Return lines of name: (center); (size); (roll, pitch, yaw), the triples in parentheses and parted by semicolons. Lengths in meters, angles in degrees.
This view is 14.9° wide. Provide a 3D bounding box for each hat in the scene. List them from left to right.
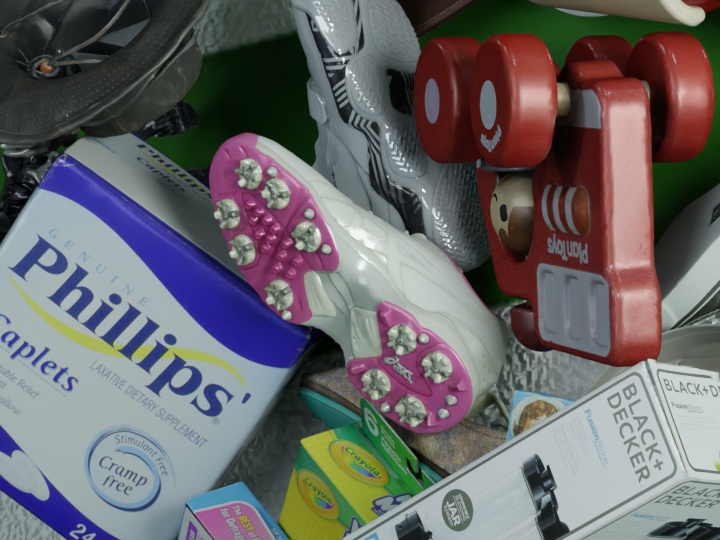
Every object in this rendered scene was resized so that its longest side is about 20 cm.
hat: (-0.138, -0.136, 1.578); (0.200, 0.081, 0.201); (-23, 45, 24)

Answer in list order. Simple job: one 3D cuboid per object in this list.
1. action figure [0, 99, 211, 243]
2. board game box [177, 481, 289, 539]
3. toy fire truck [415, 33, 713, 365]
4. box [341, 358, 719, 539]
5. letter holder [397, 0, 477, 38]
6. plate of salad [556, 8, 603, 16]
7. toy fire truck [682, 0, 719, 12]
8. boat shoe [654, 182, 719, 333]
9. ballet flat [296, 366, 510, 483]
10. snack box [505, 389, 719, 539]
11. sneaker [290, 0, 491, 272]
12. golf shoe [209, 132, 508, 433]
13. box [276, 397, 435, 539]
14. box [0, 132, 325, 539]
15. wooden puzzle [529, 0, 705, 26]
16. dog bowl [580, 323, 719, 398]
action figure: (-0.185, -0.050, 1.722); (0.200, 0.102, 0.119); (-21, 82, 35)
board game box: (-0.041, 0.240, 1.526); (0.200, 0.040, 0.153); (48, 140, 34)
toy fire truck: (0.104, -0.039, 1.438); (0.200, 0.112, 0.169); (-170, 78, -71)
box: (0.103, 0.117, 1.317); (0.200, 0.116, 0.060); (-33, 63, 31)
letter holder: (0.041, -0.234, 1.518); (0.200, 0.100, 0.143); (-35, 51, 44)
plate of salad: (0.151, -0.234, 1.501); (0.200, 0.048, 0.201); (-19, 64, 47)
toy fire truck: (0.229, -0.218, 1.364); (0.199, 0.112, 0.169); (-21, 73, 20)
boat shoe: (0.204, -0.011, 1.404); (0.200, 0.064, 0.071); (-46, 19, 50)
ballet flat: (0.043, 0.088, 1.532); (0.067, 0.068, 0.200); (-46, 42, -11)
snack box: (0.154, 0.133, 1.373); (0.199, 0.037, 0.117); (10, 89, 41)
sneaker: (-0.011, -0.076, 1.562); (0.115, 0.075, 0.200); (-24, 98, 39)
golf shoe: (0.000, 0.000, 1.503); (0.200, 0.091, 0.075); (48, 128, 8)
box: (0.000, 0.176, 1.515); (0.117, 0.048, 0.201); (48, 137, 34)
box: (-0.139, 0.048, 1.616); (0.184, 0.105, 0.200); (35, 109, 4)
wooden puzzle: (0.090, -0.214, 1.369); (0.046, 0.200, 0.185); (-37, 19, -11)
dog bowl: (0.189, 0.130, 1.407); (0.200, 0.059, 0.201); (-7, 79, 39)
